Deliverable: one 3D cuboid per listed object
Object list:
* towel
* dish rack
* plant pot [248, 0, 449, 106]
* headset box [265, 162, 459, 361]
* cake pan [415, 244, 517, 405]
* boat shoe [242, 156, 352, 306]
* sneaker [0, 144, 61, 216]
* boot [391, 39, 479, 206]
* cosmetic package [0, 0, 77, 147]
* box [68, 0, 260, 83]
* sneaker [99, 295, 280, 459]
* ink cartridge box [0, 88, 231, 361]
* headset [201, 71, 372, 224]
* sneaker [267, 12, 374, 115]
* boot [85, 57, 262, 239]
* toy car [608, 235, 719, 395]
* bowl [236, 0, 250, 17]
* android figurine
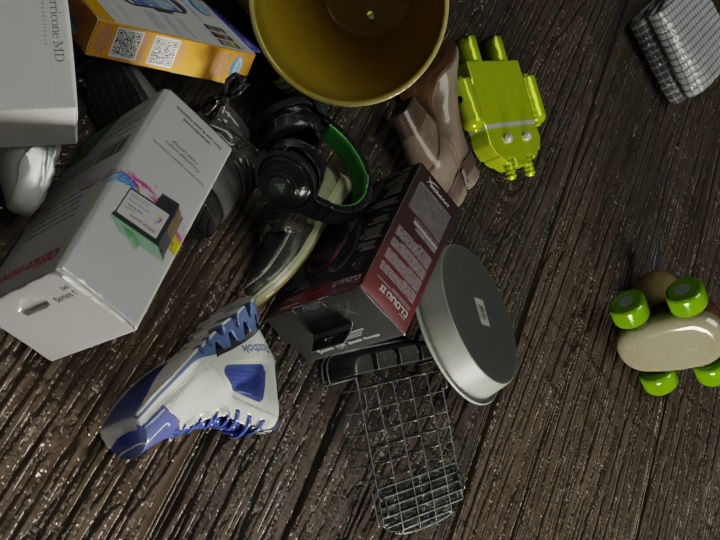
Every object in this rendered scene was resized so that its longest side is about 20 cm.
[{"bbox_3d":[0.554,-0.401,1.846,0.200,0.085,0.167,-44,107,-42],"label":"towel"},{"bbox_3d":[0.042,0.178,1.157,0.152,0.054,0.203,-7,84,-45],"label":"dish rack"},{"bbox_3d":[-0.002,-0.282,1.097,0.202,0.198,0.142,60,18,-12],"label":"plant pot"},{"bbox_3d":[0.000,0.000,1.102,0.075,0.148,0.201,46,48,-24],"label":"headset box"},{"bbox_3d":[0.126,0.056,1.252,0.200,0.036,0.202,42,35,-39],"label":"cake pan"},{"bbox_3d":[-0.076,-0.047,1.103,0.066,0.072,0.202,44,48,-13],"label":"boat shoe"},{"bbox_3d":[-0.312,-0.140,0.898,0.098,0.078,0.203,0,69,-37],"label":"sneaker"},{"bbox_3d":[0.105,-0.176,1.335,0.147,0.070,0.201,55,47,-26],"label":"boot"},{"bbox_3d":[-0.320,-0.153,0.817,0.197,0.085,0.109,-7,79,-15],"label":"cosmetic package"},{"bbox_3d":[-0.192,-0.231,1.018,0.198,0.042,0.119,6,33,-45],"label":"box"},{"bbox_3d":[-0.132,0.120,0.978,0.116,0.080,0.199,57,44,-12],"label":"sneaker"},{"bbox_3d":[-0.213,-0.036,0.899,0.084,0.144,0.202,42,51,-27],"label":"ink cartridge box"},{"bbox_3d":[-0.064,-0.126,1.055,0.198,0.094,0.125,23,46,-29],"label":"headset"},{"bbox_3d":[-0.027,-0.242,1.221,0.200,0.073,0.081,-48,118,-35],"label":"sneaker"},{"bbox_3d":[-0.175,-0.140,1.044,0.201,0.069,0.132,61,37,-22],"label":"boot"},{"bbox_3d":[0.455,0.049,1.561,0.165,0.156,0.201,59,32,-30],"label":"toy car"},{"bbox_3d":[-0.090,-0.370,1.146,0.107,0.202,0.199,35,37,24],"label":"bowl"},{"bbox_3d":[0.188,-0.220,1.445,0.181,0.041,0.203,-10,82,-47],"label":"android figurine"}]
